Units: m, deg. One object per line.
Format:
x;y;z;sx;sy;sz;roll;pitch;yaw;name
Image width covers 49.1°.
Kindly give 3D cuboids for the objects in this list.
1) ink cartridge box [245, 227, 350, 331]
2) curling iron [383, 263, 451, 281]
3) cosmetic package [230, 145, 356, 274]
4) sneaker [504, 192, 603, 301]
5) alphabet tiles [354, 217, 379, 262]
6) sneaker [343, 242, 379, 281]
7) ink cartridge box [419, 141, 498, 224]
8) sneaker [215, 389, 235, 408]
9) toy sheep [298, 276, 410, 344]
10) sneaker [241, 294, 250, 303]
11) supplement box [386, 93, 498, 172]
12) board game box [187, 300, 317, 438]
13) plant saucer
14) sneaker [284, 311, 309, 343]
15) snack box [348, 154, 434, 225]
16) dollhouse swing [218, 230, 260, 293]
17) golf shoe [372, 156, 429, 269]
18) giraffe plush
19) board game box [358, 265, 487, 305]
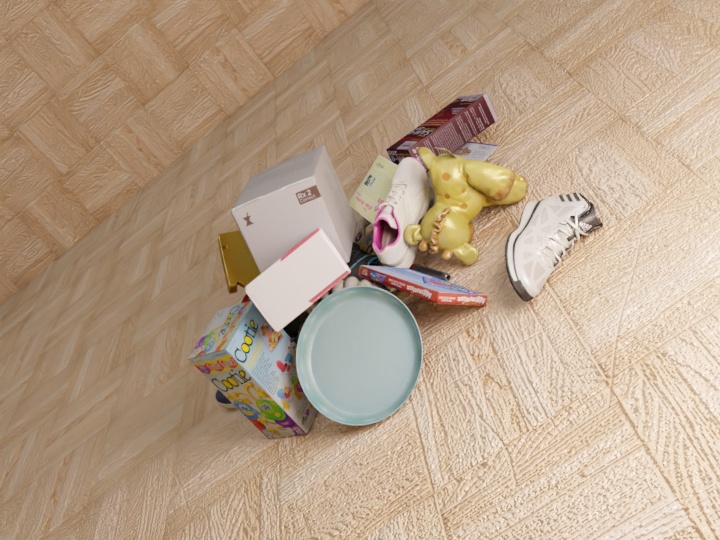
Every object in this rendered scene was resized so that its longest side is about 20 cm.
-0.094;0.009;1.230;0.144;0.084;0.200;-39;3;0;ink cartridge box
0.092;0.010;1.339;0.050;0.026;0.198;-54;27;-19;curling iron
-0.113;-0.097;1.425;0.161;0.168;0.201;-20;21;13;cosmetic package
0.275;-0.048;1.111;0.114;0.076;0.202;-22;30;39;sneaker
0.050;-0.089;1.499;0.199;0.007;0.169;-42;29;32;alphabet tiles
0.000;0.000;1.416;0.080;0.075;0.201;-17;23;7;sneaker
0.155;-0.160;1.492;0.200;0.043;0.196;-45;24;-8;ink cartridge box
-0.202;0.182;1.417;0.197;0.085;0.076;-26;29;30;sneaker
-0.010;0.073;1.267;0.196;0.140;0.139;-19;30;11;toy sheep
-0.215;0.098;1.581;0.112;0.071;0.200;-44;23;1;sneaker
0.157;-0.263;1.523;0.198;0.062;0.108;-37;20;-14;supplement box
-0.157;0.160;1.253;0.102;0.201;0.106;-15;34;41;board game box
-0.001;0.125;1.166;0.195;0.027;0.206;-4;76;16;plant saucer
-0.111;0.055;1.455;0.199;0.115;0.076;-45;28;-13;sneaker
0.054;-0.136;1.473;0.118;0.037;0.200;-56;31;6;snack box
-0.184;0.000;1.631;0.195;0.178;0.185;-11;56;-13;dollhouse swing
0.067;-0.103;1.334;0.074;0.091;0.205;2;75;29;golf shoe
0.161;-0.099;1.293;0.171;0.197;0.166;22;98;48;giraffe plush
0.093;0.022;1.217;0.198;0.101;0.020;20;104;53;board game box
